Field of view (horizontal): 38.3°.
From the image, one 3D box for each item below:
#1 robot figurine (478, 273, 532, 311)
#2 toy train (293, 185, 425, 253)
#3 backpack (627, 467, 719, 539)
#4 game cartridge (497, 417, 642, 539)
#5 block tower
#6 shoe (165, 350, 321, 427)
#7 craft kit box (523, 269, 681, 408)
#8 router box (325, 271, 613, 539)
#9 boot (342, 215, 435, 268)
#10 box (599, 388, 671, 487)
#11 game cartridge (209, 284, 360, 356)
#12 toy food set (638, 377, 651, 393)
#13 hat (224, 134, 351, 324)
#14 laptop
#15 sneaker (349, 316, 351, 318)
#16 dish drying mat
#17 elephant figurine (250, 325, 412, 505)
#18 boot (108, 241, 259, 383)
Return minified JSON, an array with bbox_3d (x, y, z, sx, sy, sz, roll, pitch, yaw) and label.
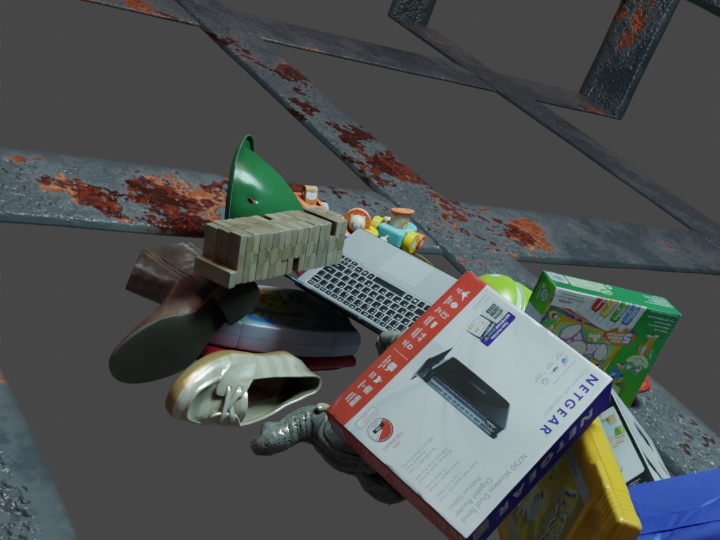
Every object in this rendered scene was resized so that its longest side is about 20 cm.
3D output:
[{"bbox_3d":[0.200,0.082,1.349,0.199,0.175,0.117,31,59,-21],"label":"robot figurine"},{"bbox_3d":[-0.003,-0.079,1.433,0.197,0.056,0.150,5,24,-27],"label":"toy train"},{"bbox_3d":[0.306,0.302,0.912,0.161,0.202,0.168,-15,13,27],"label":"backpack"},{"bbox_3d":[0.184,0.236,0.956,0.032,0.178,0.201,19,23,-9],"label":"game cartridge"},{"bbox_3d":[-0.091,-0.029,1.131,0.054,0.059,0.199,21,21,32],"label":"block tower"},{"bbox_3d":[-0.115,0.120,1.061,0.053,0.071,0.199,27,19,31],"label":"shoe"},{"bbox_3d":[0.269,0.110,1.282,0.197,0.199,0.049,11,28,-25],"label":"craft kit box"},{"bbox_3d":[0.100,0.124,0.950,0.200,0.049,0.179,-43,59,-18],"label":"router box"},{"bbox_3d":[0.014,-0.029,1.509,0.198,0.074,0.155,25,10,-24],"label":"boot"},{"bbox_3d":[0.308,0.232,1.171,0.117,0.060,0.201,50,14,-21],"label":"box"},{"bbox_3d":[-0.104,0.057,1.219,0.197,0.041,0.133,7,23,-27],"label":"game cartridge"},{"bbox_3d":[0.328,0.119,1.507,0.198,0.049,0.198,8,28,-34],"label":"toy food set"},{"bbox_3d":[-0.077,-0.065,1.345,0.173,0.202,0.167,9,38,3],"label":"hat"},{"bbox_3d":[0.000,0.000,1.221,0.186,0.117,0.200,29,53,31],"label":"laptop"},{"bbox_3d":[0.024,0.026,1.371,0.198,0.083,0.075,24,22,18],"label":"sneaker"},{"bbox_3d":[-0.101,0.096,1.193,0.198,0.018,0.077,0,28,-40],"label":"dish drying mat"},{"bbox_3d":[0.020,0.162,1.046,0.200,0.154,0.143,-43,109,-39],"label":"elephant figurine"},{"bbox_3d":[-0.228,0.036,1.144,0.185,0.065,0.199,-29,32,-26],"label":"boot"}]
